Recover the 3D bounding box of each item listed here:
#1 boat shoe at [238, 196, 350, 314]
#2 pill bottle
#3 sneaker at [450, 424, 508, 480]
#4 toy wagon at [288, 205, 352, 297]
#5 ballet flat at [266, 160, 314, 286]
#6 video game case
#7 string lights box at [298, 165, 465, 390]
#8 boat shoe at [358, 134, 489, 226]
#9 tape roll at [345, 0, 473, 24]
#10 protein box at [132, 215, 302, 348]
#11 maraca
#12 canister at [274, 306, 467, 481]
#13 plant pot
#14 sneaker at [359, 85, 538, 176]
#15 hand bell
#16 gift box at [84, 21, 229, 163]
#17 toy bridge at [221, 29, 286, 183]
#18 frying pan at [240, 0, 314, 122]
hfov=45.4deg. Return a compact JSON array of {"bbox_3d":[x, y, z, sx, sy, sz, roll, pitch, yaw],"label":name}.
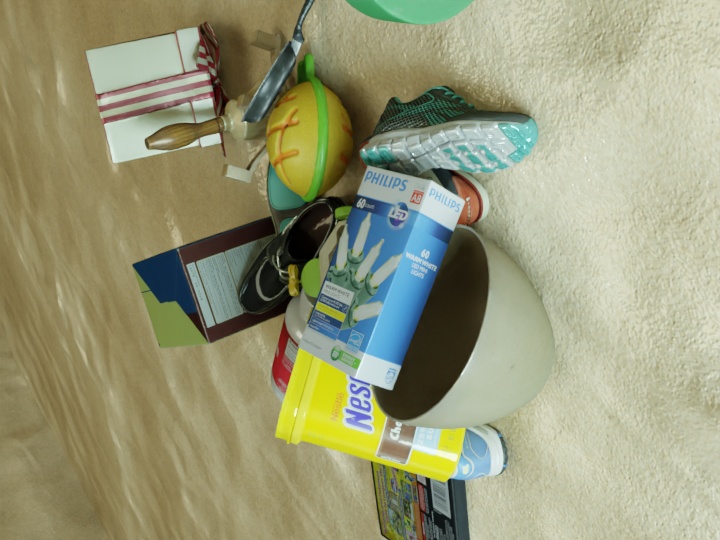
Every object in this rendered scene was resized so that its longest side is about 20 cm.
[{"bbox_3d":[-0.094,-0.020,1.121,0.200,0.068,0.072,-44,85,14],"label":"boat shoe"},{"bbox_3d":[-0.056,0.096,1.183,0.113,0.111,0.202,49,141,28],"label":"pill bottle"},{"bbox_3d":[0.086,0.203,1.054,0.198,0.076,0.077,8,103,52],"label":"sneaker"},{"bbox_3d":[0.000,0.000,1.038,0.197,0.039,0.158,-8,81,33],"label":"toy wagon"},{"bbox_3d":[-0.090,-0.080,1.183,0.070,0.070,0.204,-1,95,55],"label":"ballet flat"},{"bbox_3d":[0.080,0.315,1.180,0.180,0.025,0.204,19,123,50],"label":"video game case"},{"bbox_3d":[0.020,0.005,0.871,0.102,0.058,0.203,19,88,49],"label":"string lights box"},{"bbox_3d":[0.056,-0.101,0.961,0.199,0.062,0.072,38,138,41],"label":"boat shoe"},{"bbox_3d":[0.046,-0.316,0.733,0.048,0.198,0.204,22,125,47],"label":"tape roll"},{"bbox_3d":[-0.195,0.013,1.261,0.197,0.198,0.137,-11,99,57],"label":"protein box"},{"bbox_3d":[-0.066,-0.177,1.067,0.138,0.105,0.202,114,153,-44],"label":"maraca"},{"bbox_3d":[0.019,0.139,0.959,0.196,0.151,0.087,16,153,-1],"label":"canister"},{"bbox_3d":[0.118,0.072,0.871,0.200,0.133,0.203,-45,34,41],"label":"plant pot"},{"bbox_3d":[0.089,-0.151,0.874,0.197,0.093,0.078,1,154,35],"label":"sneaker"},{"bbox_3d":[-0.198,-0.195,1.156,0.104,0.198,0.106,31,132,44],"label":"hand bell"},{"bbox_3d":[-0.283,-0.250,1.251,0.200,0.183,0.188,-128,26,-67],"label":"gift box"},{"bbox_3d":[-0.130,-0.214,1.136,0.027,0.066,0.204,6,84,65],"label":"toy bridge"},{"bbox_3d":[-0.093,-0.261,1.064,0.031,0.192,0.115,32,170,-9],"label":"frying pan"}]
